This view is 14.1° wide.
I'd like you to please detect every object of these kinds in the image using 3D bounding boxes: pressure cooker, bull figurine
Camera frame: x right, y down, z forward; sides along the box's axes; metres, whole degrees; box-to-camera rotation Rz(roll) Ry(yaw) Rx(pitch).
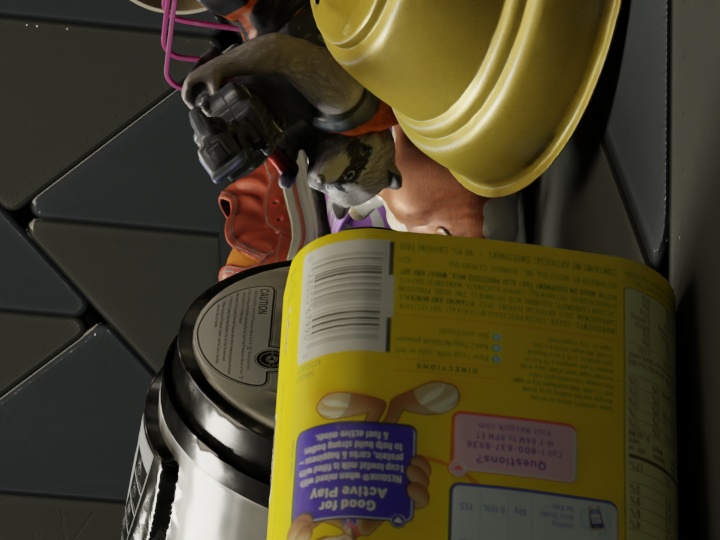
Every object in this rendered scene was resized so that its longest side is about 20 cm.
[{"bbox_3d":[-0.003,0.085,1.219,0.176,0.178,0.201,35,129,36],"label":"pressure cooker"},{"bbox_3d":[0.035,-0.067,1.365,0.121,0.065,0.201,11,88,43],"label":"bull figurine"}]

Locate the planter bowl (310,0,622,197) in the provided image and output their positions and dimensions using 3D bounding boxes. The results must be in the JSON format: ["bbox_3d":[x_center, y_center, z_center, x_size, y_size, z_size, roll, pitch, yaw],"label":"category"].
[{"bbox_3d":[0.032,-0.135,1.232,0.200,0.083,0.201,-174,90,-67],"label":"planter bowl"}]

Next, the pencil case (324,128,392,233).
[{"bbox_3d":[0.023,-0.057,1.520,0.084,0.085,0.200,-42,26,21],"label":"pencil case"}]

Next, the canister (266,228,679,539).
[{"bbox_3d":[0.038,0.092,0.975,0.087,0.148,0.201,105,170,-57],"label":"canister"}]

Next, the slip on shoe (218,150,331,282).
[{"bbox_3d":[-0.039,0.011,1.472,0.200,0.061,0.074,-101,-15,-54],"label":"slip on shoe"}]

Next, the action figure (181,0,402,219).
[{"bbox_3d":[-0.037,-0.109,1.290,0.194,0.104,0.200,62,-173,-17],"label":"action figure"}]

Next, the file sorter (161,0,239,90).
[{"bbox_3d":[-0.112,-0.266,2.613,0.200,0.125,0.139,-92,10,-48],"label":"file sorter"}]

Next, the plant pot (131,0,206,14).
[{"bbox_3d":[-0.202,-0.403,3.203,0.200,0.187,0.188,-102,18,-65],"label":"plant pot"}]
